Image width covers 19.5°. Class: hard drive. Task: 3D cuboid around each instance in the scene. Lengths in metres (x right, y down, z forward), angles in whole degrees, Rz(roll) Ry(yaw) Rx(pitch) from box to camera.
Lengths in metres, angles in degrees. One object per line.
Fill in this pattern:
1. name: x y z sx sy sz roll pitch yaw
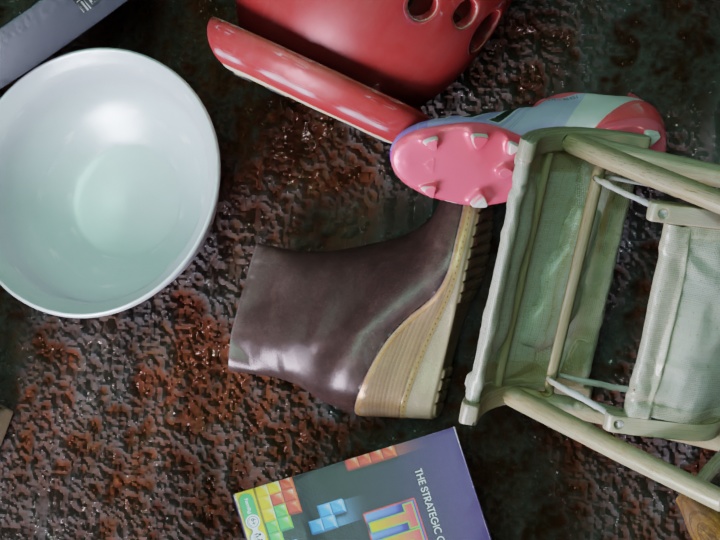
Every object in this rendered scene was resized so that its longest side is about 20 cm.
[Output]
1. hard drive: -0.245 -0.181 1.580 0.200 0.135 0.042 -33 101 8

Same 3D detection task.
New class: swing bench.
1. swing bench: 0.189 0.023 1.394 0.199 0.130 0.200 19 108 20

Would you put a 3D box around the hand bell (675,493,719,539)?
1. hand bell: 0.276 0.223 1.396 0.104 0.104 0.200 -41 62 5

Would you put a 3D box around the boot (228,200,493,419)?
1. boot: 0.000 0.000 1.506 0.166 0.072 0.201 16 88 15

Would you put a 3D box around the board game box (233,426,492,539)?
1. board game box: 0.018 0.228 1.450 0.165 0.057 0.201 -18 76 -4

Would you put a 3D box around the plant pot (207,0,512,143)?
1. plant pot: 0.003 -0.197 1.477 0.200 0.200 0.183 25 93 18

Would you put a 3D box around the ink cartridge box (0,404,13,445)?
1. ink cartridge box: -0.374 0.097 1.526 0.164 0.200 0.075 21 86 18

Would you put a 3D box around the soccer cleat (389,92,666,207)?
1. soccer cleat: 0.116 -0.090 1.464 0.199 0.077 0.067 -5 122 -8

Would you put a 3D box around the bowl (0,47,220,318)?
1. bowl: -0.186 -0.058 1.559 0.200 0.090 0.202 -2 80 15
